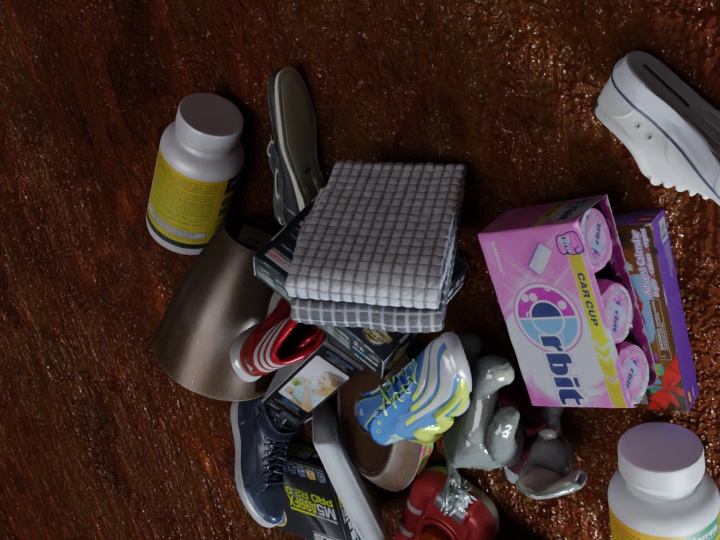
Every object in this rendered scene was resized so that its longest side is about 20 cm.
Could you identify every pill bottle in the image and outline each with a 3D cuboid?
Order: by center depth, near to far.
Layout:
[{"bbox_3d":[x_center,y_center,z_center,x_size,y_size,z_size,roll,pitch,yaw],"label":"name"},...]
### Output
[{"bbox_3d":[0.317,0.267,0.871,0.111,0.112,0.204,7,119,38],"label":"pill bottle"},{"bbox_3d":[-0.216,-0.127,1.102,0.112,0.112,0.202,40,135,15],"label":"pill bottle"}]

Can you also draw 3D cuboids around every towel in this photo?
[{"bbox_3d":[0.022,-0.026,0.875,0.162,0.202,0.087,3,134,15],"label":"towel"}]

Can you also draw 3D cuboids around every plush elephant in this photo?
[{"bbox_3d":[0.177,0.182,0.930,0.165,0.151,0.205,179,99,-82],"label":"plush elephant"}]

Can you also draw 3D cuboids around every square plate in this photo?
[{"bbox_3d":[-0.013,0.285,1.157,0.028,0.198,0.203,-25,99,2],"label":"square plate"}]

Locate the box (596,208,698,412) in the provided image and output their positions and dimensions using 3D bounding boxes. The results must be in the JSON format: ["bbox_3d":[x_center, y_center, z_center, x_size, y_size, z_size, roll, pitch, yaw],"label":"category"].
[{"bbox_3d":[0.254,0.043,0.844,0.135,0.039,0.204,-2,113,43],"label":"box"}]

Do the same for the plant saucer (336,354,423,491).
[{"bbox_3d":[0.017,0.182,1.072,0.199,0.034,0.206,7,98,61],"label":"plant saucer"}]

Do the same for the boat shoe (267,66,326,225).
[{"bbox_3d":[-0.089,-0.144,1.011,0.066,0.072,0.204,11,123,31],"label":"boat shoe"}]

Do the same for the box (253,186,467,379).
[{"bbox_3d":[0.000,0.000,0.953,0.199,0.159,0.046,36,154,17],"label":"box"}]

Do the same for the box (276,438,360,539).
[{"bbox_3d":[-0.096,0.350,1.332,0.197,0.044,0.164,6,117,39],"label":"box"}]

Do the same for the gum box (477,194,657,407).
[{"bbox_3d":[0.203,0.039,0.809,0.112,0.066,0.204,-5,111,45],"label":"gum box"}]

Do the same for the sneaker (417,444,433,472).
[{"bbox_3d":[0.060,0.192,1.080,0.083,0.076,0.203,31,129,22],"label":"sneaker"}]

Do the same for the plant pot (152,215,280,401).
[{"bbox_3d":[-0.168,0.037,1.130,0.185,0.186,0.203,34,119,20],"label":"plant pot"}]

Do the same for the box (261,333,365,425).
[{"bbox_3d":[-0.046,0.106,1.078,0.060,0.118,0.200,34,141,-10],"label":"box"}]

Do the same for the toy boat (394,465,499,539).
[{"bbox_3d":[0.096,0.372,1.114,0.129,0.130,0.203,32,132,23],"label":"toy boat"}]

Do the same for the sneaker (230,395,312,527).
[{"bbox_3d":[-0.122,0.266,1.240,0.145,0.076,0.207,-28,68,37],"label":"sneaker"}]

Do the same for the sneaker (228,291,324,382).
[{"bbox_3d":[-0.066,0.058,1.024,0.114,0.201,0.079,-14,121,41],"label":"sneaker"}]

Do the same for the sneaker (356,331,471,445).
[{"bbox_3d":[0.053,0.141,0.892,0.202,0.103,0.077,99,155,-52],"label":"sneaker"}]

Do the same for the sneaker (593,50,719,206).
[{"bbox_3d":[0.285,-0.099,0.720,0.201,0.072,0.071,52,147,16],"label":"sneaker"}]
